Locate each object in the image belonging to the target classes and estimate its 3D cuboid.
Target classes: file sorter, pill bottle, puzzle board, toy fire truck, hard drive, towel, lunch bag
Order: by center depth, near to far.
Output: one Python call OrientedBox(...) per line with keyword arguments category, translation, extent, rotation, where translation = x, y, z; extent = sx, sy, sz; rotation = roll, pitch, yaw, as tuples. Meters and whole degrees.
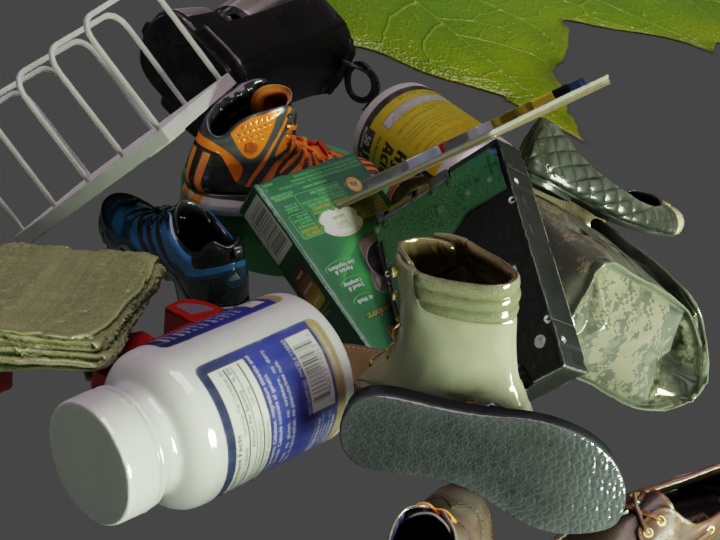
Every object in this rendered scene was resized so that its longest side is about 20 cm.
OrientedBox(category="pill bottle", translation=(-0.113, 0.100, 1.046), extent=(0.120, 0.120, 0.200), rotation=(32, 37, 34))
OrientedBox(category="towel", translation=(-0.236, 0.028, 1.115), extent=(0.148, 0.037, 0.200), rotation=(5, 22, 4))
OrientedBox(category="hard drive", translation=(0.088, 0.016, 1.152), extent=(0.038, 0.140, 0.200), rotation=(18, 49, -47))
OrientedBox(category="toy fire truck", translation=(-0.201, 0.064, 1.153), extent=(0.141, 0.049, 0.200), rotation=(25, 33, 29))
OrientedBox(category="puzzle board", translation=(0.088, -0.107, 1.208), extent=(0.151, 0.017, 0.200), rotation=(-27, 2, -40))
OrientedBox(category="lunch bag", translation=(0.190, 0.025, 1.233), extent=(0.200, 0.118, 0.164), rotation=(25, 14, -40))
OrientedBox(category="file sorter", translation=(-0.241, -0.141, 1.311), extent=(0.125, 0.200, 0.139), rotation=(52, 32, -10))
OrientedBox(category="pill bottle", translation=(0.089, -0.095, 1.434), extent=(0.111, 0.111, 0.200), rotation=(-13, 36, -33))

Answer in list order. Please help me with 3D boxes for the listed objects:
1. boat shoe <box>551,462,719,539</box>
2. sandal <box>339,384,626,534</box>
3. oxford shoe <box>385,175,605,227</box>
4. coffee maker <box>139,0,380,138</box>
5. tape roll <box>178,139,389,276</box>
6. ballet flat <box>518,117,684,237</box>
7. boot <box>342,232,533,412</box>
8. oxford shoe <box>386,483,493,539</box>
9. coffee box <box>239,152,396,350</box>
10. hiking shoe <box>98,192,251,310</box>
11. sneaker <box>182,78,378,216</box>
OrientedBox(category="boat shoe", translation=(0.203, 0.181, 1.041), extent=(0.200, 0.070, 0.070), rotation=(-16, 42, -33))
OrientedBox(category="sandal", translation=(0.086, 0.119, 1.004), extent=(0.200, 0.076, 0.043), rotation=(19, 18, 3))
OrientedBox(category="oxford shoe", translation=(0.123, -0.045, 1.301), extent=(0.200, 0.071, 0.075), rotation=(3, 2, -6))
OrientedBox(category="coffee maker", translation=(-0.105, -0.223, 1.580), extent=(0.192, 0.135, 0.200), rotation=(25, 34, 24))
OrientedBox(category="tape roll", translation=(-0.072, -0.065, 1.405), extent=(0.200, 0.048, 0.201), rotation=(6, 31, -4))
OrientedBox(category="ballet flat", translation=(0.215, -0.073, 1.269), extent=(0.200, 0.057, 0.066), rotation=(20, 3, -37))
OrientedBox(category="boot", translation=(0.036, 0.045, 1.065), extent=(0.200, 0.155, 0.072), rotation=(16, 36, 37))
OrientedBox(category="oxford shoe", translation=(0.054, 0.183, 0.983), extent=(0.071, 0.073, 0.200), rotation=(14, 22, 11))
OrientedBox(category="coffee box", translation=(0.000, 0.000, 1.240), extent=(0.123, 0.044, 0.200), rotation=(-23, 69, -41))
OrientedBox(category="hiking shoe", translation=(-0.157, -0.031, 1.287), extent=(0.074, 0.087, 0.200), rotation=(-20, 41, -39))
OrientedBox(category="sneaker", translation=(-0.057, -0.109, 1.317), extent=(0.200, 0.112, 0.078), rotation=(-6, 35, -36))
